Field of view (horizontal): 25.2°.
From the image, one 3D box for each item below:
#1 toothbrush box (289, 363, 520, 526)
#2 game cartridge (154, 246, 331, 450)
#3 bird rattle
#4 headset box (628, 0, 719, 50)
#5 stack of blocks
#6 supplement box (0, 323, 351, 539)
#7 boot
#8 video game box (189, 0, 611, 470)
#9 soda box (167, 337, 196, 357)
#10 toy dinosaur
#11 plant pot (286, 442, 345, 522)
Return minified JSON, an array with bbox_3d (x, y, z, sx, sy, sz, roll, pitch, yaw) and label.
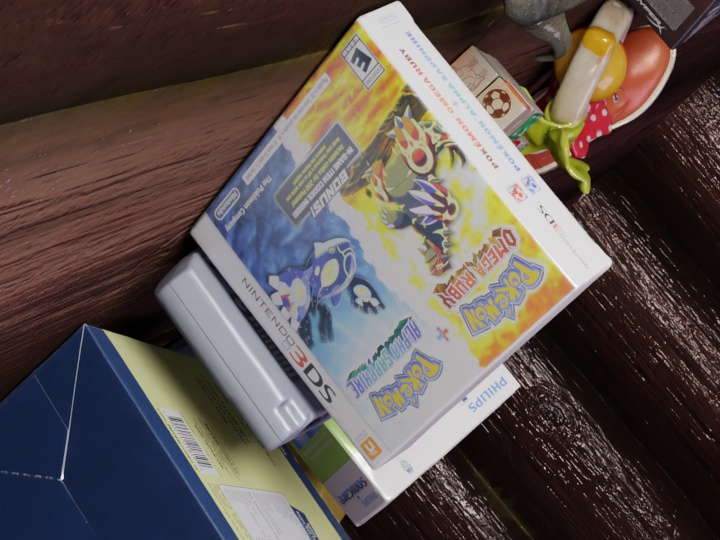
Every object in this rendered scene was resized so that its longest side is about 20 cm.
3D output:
[{"bbox_3d":[-0.003,0.064,1.218,0.145,0.200,0.086,-38,173,-27],"label":"toothbrush box"},{"bbox_3d":[-0.061,0.041,1.026,0.041,0.133,0.200,-42,173,12],"label":"game cartridge"},{"bbox_3d":[0.195,-0.155,1.388,0.200,0.112,0.164,-36,156,-55],"label":"bird rattle"},{"bbox_3d":[0.309,-0.282,1.267,0.148,0.075,0.200,-38,173,-24],"label":"headset box"},{"bbox_3d":[0.076,-0.100,1.210,0.115,0.059,0.200,-42,173,11],"label":"stack of blocks"},{"bbox_3d":[-0.120,0.164,1.021,0.134,0.201,0.200,-41,156,10],"label":"supplement box"},{"bbox_3d":[0.224,-0.170,1.556,0.200,0.075,0.107,-40,169,2],"label":"boot"},{"bbox_3d":[0.014,-0.013,0.892,0.047,0.183,0.200,-33,169,-48],"label":"video game box"},{"bbox_3d":[-0.158,0.122,1.314,0.068,0.064,0.200,-33,169,-46],"label":"soda box"},{"bbox_3d":[0.119,-0.184,0.933,0.102,0.077,0.200,-24,171,-27],"label":"toy dinosaur"},{"bbox_3d":[-0.094,0.183,1.563,0.200,0.195,0.194,-50,170,21],"label":"plant pot"}]
